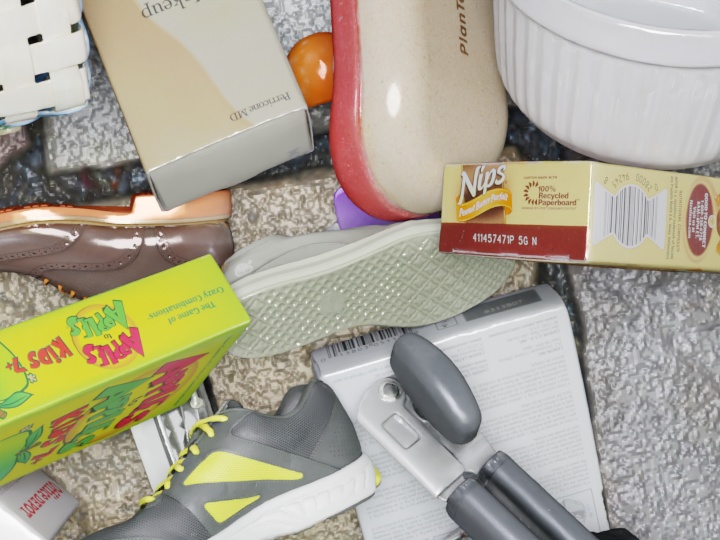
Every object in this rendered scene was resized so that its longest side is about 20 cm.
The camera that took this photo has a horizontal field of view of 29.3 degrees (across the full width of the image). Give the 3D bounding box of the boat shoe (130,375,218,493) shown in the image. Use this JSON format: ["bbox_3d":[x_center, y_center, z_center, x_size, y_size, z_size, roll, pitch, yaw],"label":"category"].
[{"bbox_3d":[-0.094,0.126,0.848,0.063,0.071,0.202,-22,90,-2],"label":"boat shoe"}]

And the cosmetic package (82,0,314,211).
[{"bbox_3d":[-0.110,-0.150,0.814,0.104,0.071,0.202,-23,75,-5],"label":"cosmetic package"}]

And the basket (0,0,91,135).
[{"bbox_3d":[-0.246,-0.146,0.761,0.174,0.200,0.141,-17,128,-23],"label":"basket"}]

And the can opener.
[{"bbox_3d":[0.075,0.124,0.780,0.052,0.067,0.200,-34,69,-29],"label":"can opener"}]

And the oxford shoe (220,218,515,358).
[{"bbox_3d":[0.000,0.000,0.827,0.197,0.058,0.076,-13,126,-16],"label":"oxford shoe"}]

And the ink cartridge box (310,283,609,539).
[{"bbox_3d":[0.069,0.126,0.880,0.160,0.057,0.202,-16,112,-3],"label":"ink cartridge box"}]

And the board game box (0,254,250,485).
[{"bbox_3d":[-0.163,0.063,0.728,0.199,0.102,0.048,-22,71,-41],"label":"board game box"}]

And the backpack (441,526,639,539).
[{"bbox_3d":[0.068,0.237,0.824,0.198,0.153,0.166,-12,111,-29],"label":"backpack"}]

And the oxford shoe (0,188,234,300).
[{"bbox_3d":[-0.175,-0.006,0.843,0.197,0.071,0.074,-6,96,-3],"label":"oxford shoe"}]

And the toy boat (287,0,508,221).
[{"bbox_3d":[0.008,-0.128,0.834,0.130,0.130,0.203,-14,71,36],"label":"toy boat"}]

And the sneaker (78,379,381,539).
[{"bbox_3d":[-0.086,0.123,0.789,0.198,0.074,0.086,-18,86,-30],"label":"sneaker"}]

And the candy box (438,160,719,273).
[{"bbox_3d":[0.156,-0.029,0.792,0.198,0.115,0.056,3,91,-39],"label":"candy box"}]

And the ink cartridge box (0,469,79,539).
[{"bbox_3d":[-0.270,0.116,0.800,0.199,0.145,0.085,40,87,-3],"label":"ink cartridge box"}]

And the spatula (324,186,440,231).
[{"bbox_3d":[-0.041,-0.008,0.855,0.198,0.021,0.057,-26,113,-18],"label":"spatula"}]

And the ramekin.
[{"bbox_3d":[0.167,-0.147,0.785,0.197,0.202,0.106,-2,133,-3],"label":"ramekin"}]
